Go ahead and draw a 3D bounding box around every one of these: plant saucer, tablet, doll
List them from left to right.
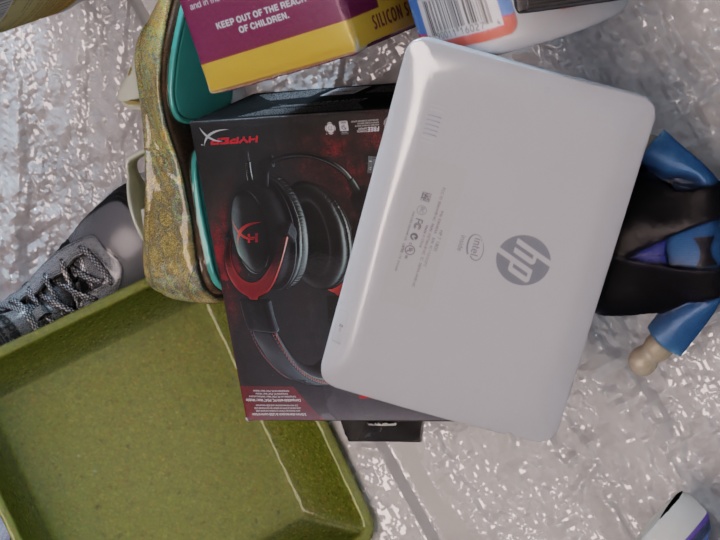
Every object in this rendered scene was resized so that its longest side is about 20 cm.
[{"bbox_3d":[-0.121,0.111,1.622,0.200,0.200,0.048,65,163,-3],"label":"plant saucer"},{"bbox_3d":[0.063,-0.013,1.413,0.130,0.014,0.200,15,114,0],"label":"tablet"},{"bbox_3d":[0.136,-0.007,1.441,0.200,0.048,0.137,-7,106,10],"label":"doll"}]

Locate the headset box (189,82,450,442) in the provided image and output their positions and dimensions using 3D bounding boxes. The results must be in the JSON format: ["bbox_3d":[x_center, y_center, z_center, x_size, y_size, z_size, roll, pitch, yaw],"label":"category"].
[{"bbox_3d":[0.000,0.000,1.546,0.149,0.075,0.200,-1,106,32],"label":"headset box"}]

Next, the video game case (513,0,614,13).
[{"bbox_3d":[0.162,-0.227,1.330,0.200,0.026,0.181,-8,105,2],"label":"video game case"}]

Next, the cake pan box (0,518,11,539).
[{"bbox_3d":[-0.265,0.229,1.737,0.184,0.200,0.052,-18,124,37],"label":"cake pan box"}]

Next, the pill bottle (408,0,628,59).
[{"bbox_3d":[0.058,-0.214,1.410,0.112,0.112,0.200,-11,100,35],"label":"pill bottle"}]

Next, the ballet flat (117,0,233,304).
[{"bbox_3d":[-0.107,-0.080,1.579,0.071,0.071,0.200,-1,96,33],"label":"ballet flat"}]

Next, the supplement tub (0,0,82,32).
[{"bbox_3d":[-0.221,-0.202,1.541,0.144,0.200,0.145,11,112,29],"label":"supplement tub"}]

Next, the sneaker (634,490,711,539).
[{"bbox_3d":[0.183,0.232,1.515,0.146,0.081,0.200,34,119,9],"label":"sneaker"}]

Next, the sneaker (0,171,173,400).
[{"bbox_3d":[-0.184,0.025,1.647,0.075,0.114,0.200,51,127,17],"label":"sneaker"}]

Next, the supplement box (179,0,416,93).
[{"bbox_3d":[-0.039,-0.211,1.464,0.103,0.131,0.200,-14,100,34],"label":"supplement box"}]
